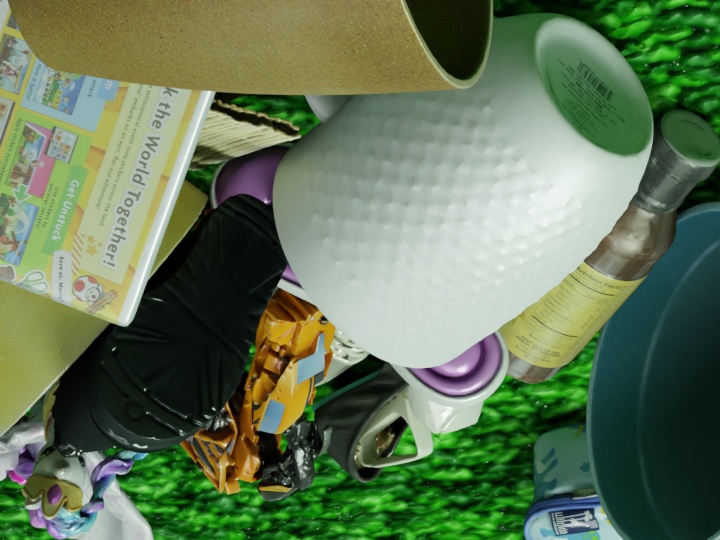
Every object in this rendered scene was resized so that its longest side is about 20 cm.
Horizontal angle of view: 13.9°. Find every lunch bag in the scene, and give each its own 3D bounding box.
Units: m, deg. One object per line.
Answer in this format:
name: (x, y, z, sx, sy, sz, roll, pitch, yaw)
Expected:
lunch bag: (0.204, 0.170, 1.894, 0.160, 0.083, 0.200, -8, 141, 21)

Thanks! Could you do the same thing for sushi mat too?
sushi mat: (-0.104, -0.079, 1.613, 0.096, 0.012, 0.200, 16, 172, -17)

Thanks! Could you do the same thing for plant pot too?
plant pot: (-0.203, -0.015, 1.632, 0.142, 0.200, 0.200, 43, 138, -7)
plant pot: (0.260, 0.076, 1.670, 0.188, 0.200, 0.200, 12, 147, -26)
plant pot: (-0.061, -0.159, 1.381, 0.200, 0.187, 0.186, -10, 140, 17)

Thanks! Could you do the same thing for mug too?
mug: (0.048, -0.073, 1.570, 0.175, 0.148, 0.200, -36, 93, 36)

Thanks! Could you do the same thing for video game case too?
video game case: (-0.169, -0.092, 1.500, 0.182, 0.023, 0.200, 21, 109, -1)

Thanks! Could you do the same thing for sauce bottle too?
sauce bottle: (0.136, -0.015, 1.671, 0.065, 0.065, 0.200, 23, 133, -16)

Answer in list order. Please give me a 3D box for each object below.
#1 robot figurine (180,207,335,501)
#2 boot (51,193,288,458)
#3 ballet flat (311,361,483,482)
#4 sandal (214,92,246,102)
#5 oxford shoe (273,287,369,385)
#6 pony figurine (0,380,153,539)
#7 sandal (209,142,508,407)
robot figurine: (-0.074, 0.054, 1.781, 0.145, 0.058, 0.200, 48, 144, 26)
boot: (-0.123, 0.055, 1.633, 0.073, 0.198, 0.162, 39, 135, -10)
ballet flat: (0.038, 0.074, 1.813, 0.068, 0.068, 0.200, -16, 163, -33)
sandal: (-0.143, -0.142, 1.586, 0.200, 0.054, 0.080, 10, 134, 9)
oxford shoe: (-0.011, 0.025, 1.774, 0.075, 0.058, 0.200, 22, 144, -18)
pony figurine: (-0.186, 0.100, 1.800, 0.166, 0.200, 0.193, 18, 144, -10)
sandal: (0.005, -0.006, 1.669, 0.203, 0.083, 0.050, 38, 169, 5)
